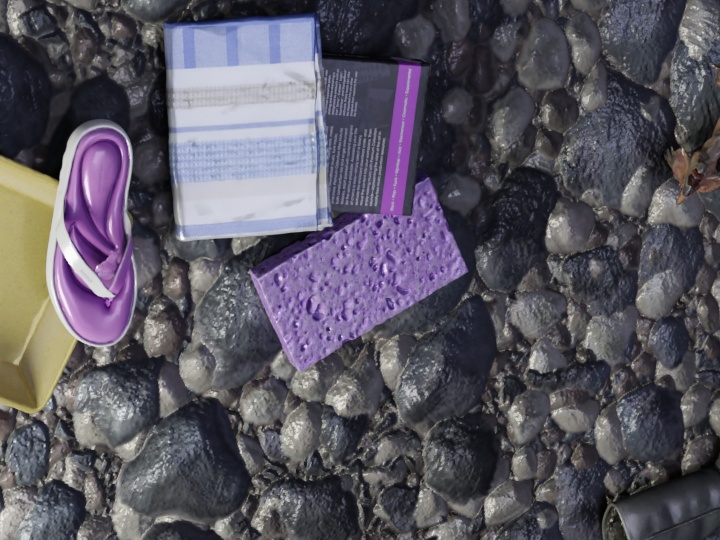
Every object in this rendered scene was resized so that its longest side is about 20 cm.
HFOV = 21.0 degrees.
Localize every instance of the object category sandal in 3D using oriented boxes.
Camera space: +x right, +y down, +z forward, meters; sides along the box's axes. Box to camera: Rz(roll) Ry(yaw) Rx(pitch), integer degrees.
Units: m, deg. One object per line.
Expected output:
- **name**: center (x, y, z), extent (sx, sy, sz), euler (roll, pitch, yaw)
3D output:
- **sandal**: center (-0.227, -0.026, 1.668), extent (0.082, 0.050, 0.205), euler (-9, 110, -23)

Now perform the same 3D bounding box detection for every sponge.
- **sponge**: center (0.000, 0.000, 1.856), extent (0.199, 0.030, 0.112), euler (-30, 117, -14)

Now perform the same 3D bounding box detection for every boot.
- **boot**: center (0.354, 0.229, 2.092), extent (0.198, 0.073, 0.184), euler (-10, 109, -16)

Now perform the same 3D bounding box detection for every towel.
- **towel**: center (-0.100, -0.126, 1.728), extent (0.145, 0.024, 0.202), euler (-6, 106, -12)

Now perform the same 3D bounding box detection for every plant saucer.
- **plant saucer**: center (-0.326, -0.001, 1.684), extent (0.199, 0.048, 0.201), euler (24, 96, -30)

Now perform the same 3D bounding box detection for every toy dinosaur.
- **toy dinosaur**: center (0.384, -0.121, 1.981), extent (0.199, 0.086, 0.136), euler (13, 112, -45)

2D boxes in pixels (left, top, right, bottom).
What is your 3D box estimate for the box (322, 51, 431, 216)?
- **box**: center (-0.041, -0.128, 1.776), extent (0.198, 0.036, 0.145), euler (3, 105, -19)
